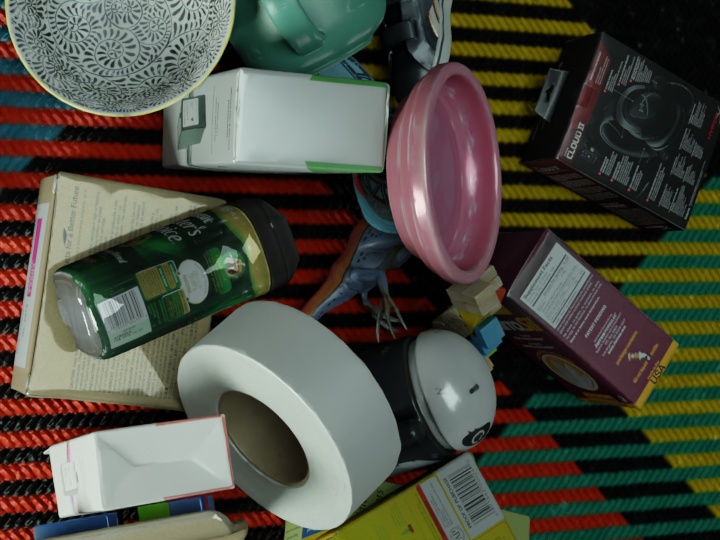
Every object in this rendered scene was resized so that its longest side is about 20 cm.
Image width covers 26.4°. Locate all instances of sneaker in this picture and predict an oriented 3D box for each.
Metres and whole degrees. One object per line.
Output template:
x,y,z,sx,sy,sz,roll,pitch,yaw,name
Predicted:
0.014,-0.139,1.473,0.079,0.096,0.200,-23,74,-18,sneaker
0.047,-0.257,1.524,0.079,0.078,0.200,19,71,-29,sneaker

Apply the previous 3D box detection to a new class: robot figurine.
0.031,0.134,1.460,0.125,0.200,0.150,48,28,-48,robot figurine

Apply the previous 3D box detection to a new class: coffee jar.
-0.157,0.003,1.330,0.200,0.104,0.085,-23,102,-25,coffee jar

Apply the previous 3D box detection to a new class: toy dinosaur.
0.000,0.000,1.522,0.181,0.105,0.200,-24,65,-13,toy dinosaur

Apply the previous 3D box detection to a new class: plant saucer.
0.074,-0.087,1.396,0.200,0.051,0.201,-1,90,-66,plant saucer

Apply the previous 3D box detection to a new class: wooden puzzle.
-0.196,0.224,1.320,0.185,0.200,0.046,-10,78,-2,wooden puzzle

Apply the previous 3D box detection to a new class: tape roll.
-0.064,0.127,1.335,0.071,0.202,0.203,-43,107,-34,tape roll

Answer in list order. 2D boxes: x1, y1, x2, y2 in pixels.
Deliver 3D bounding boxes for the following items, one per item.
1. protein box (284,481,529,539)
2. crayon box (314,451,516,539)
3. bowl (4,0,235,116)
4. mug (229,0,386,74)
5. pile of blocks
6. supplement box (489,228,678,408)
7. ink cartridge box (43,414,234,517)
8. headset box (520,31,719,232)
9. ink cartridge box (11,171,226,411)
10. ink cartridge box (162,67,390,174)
0.037,0.319,1.455,0.200,0.135,0.199,17,64,-24,protein box
0.045,0.261,1.368,0.200,0.051,0.127,-25,85,-36,crayon box
-0.210,-0.233,1.379,0.200,0.094,0.201,0,89,-2,bowl
-0.061,-0.238,1.423,0.185,0.152,0.115,-42,110,-45,mug
0.118,0.053,1.499,0.062,0.200,0.082,-38,80,-21,pile of blocks
0.212,0.050,1.580,0.200,0.110,0.086,39,74,-19,supplement box
-0.198,0.172,1.334,0.116,0.200,0.068,-6,83,-24,ink cartridge box
0.273,-0.148,1.629,0.200,0.077,0.149,25,79,-22,headset box
-0.219,0.022,1.398,0.165,0.075,0.200,9,86,-24,ink cartridge box
-0.082,-0.131,1.396,0.146,0.200,0.084,2,92,-25,ink cartridge box
